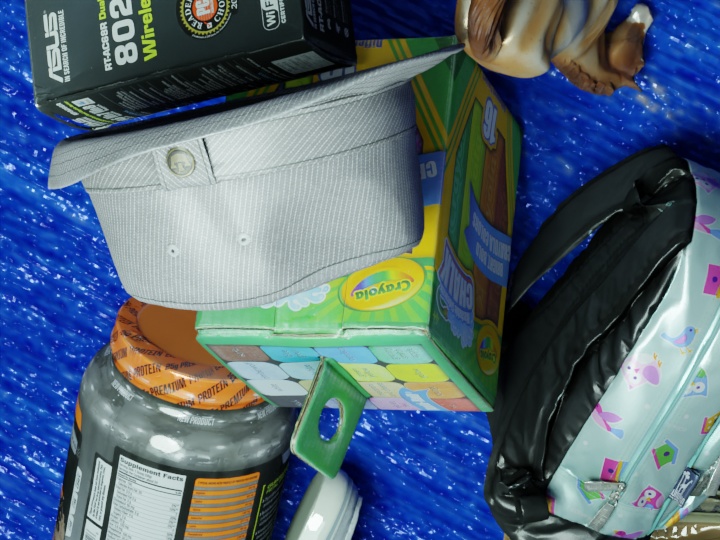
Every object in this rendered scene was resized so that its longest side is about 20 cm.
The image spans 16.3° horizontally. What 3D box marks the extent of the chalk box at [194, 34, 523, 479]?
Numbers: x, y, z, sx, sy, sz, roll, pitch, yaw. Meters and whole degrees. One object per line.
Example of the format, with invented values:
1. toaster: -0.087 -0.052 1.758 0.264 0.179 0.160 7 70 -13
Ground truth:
1. chalk box: 0.000 0.000 1.247 0.123 0.125 0.201 -1 71 19

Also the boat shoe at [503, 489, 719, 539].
1. boat shoe: 0.179 0.142 1.350 0.199 0.063 0.074 11 125 10

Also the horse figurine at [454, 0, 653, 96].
1. horse figurine: 0.090 -0.137 1.180 0.050 0.200 0.133 21 111 23

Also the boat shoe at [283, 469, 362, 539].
1. boat shoe: -0.020 0.198 1.448 0.071 0.070 0.201 16 124 -1

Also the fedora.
1. fedora: -0.040 -0.036 1.135 0.199 0.177 0.091 -12 96 11

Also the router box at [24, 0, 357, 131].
1. router box: -0.090 -0.182 1.226 0.149 0.062 0.201 -12 77 24

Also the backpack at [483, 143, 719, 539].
1. backpack: 0.148 0.038 1.268 0.126 0.167 0.200 21 121 -20

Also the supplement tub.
1. supplement tub: -0.104 0.117 1.398 0.122 0.123 0.201 19 119 9
